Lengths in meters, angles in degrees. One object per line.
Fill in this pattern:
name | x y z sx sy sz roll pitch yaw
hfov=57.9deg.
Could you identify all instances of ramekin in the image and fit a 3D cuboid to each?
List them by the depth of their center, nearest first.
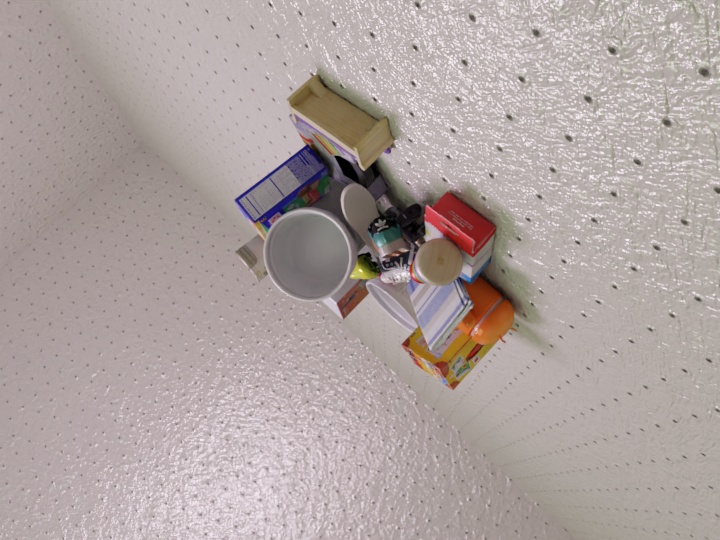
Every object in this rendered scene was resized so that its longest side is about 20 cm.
ramekin | -0.100 -0.041 1.422 0.200 0.200 0.105 44 -163 4
ramekin | 0.120 0.067 1.762 0.200 0.105 0.200 42 167 12

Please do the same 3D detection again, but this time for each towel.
towel | 0.159 0.050 1.336 0.024 0.147 0.200 16 -145 -27

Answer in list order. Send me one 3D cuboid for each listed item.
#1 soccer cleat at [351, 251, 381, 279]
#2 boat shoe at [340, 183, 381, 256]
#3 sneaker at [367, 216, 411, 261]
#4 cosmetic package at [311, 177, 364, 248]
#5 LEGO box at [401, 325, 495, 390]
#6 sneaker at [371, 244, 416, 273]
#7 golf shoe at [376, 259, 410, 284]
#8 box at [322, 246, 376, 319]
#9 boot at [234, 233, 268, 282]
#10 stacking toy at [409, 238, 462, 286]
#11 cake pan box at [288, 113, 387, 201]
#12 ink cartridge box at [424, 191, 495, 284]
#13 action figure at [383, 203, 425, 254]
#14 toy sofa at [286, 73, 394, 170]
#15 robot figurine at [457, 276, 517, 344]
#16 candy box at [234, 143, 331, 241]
soccer cleat | 0.000 0.001 1.578 0.065 0.084 0.200 55 -176 -5
boat shoe | 0.003 -0.120 1.403 0.200 0.075 0.093 61 177 -39
sneaker | 0.057 -0.067 1.307 0.200 0.071 0.080 53 -165 -86
cosmetic package | -0.072 -0.121 1.619 0.200 0.165 0.165 44 168 1
LEGO box | 0.217 0.151 1.496 0.149 0.200 0.077 30 161 51
sneaker | 0.116 -0.010 1.505 0.200 0.109 0.070 43 168 8
golf shoe | 0.106 0.006 1.620 0.075 0.092 0.200 39 173 -37
box | -0.027 0.016 1.848 0.106 0.200 0.152 40 168 18
boot | -0.181 -0.023 1.535 0.200 0.155 0.072 42 167 9
stacking toy | 0.131 -0.009 1.237 0.085 0.085 0.200 45 174 -1
cake pan box | -0.043 -0.248 1.377 0.200 0.052 0.184 35 168 34
ink cartridge box | 0.182 -0.065 1.203 0.116 0.067 0.200 40 167 19
action figure | 0.106 -0.090 1.373 0.130 0.069 0.200 41 170 1
toy sofa | -0.037 -0.268 1.210 0.200 0.083 0.098 39 166 25
robot figurine | 0.238 0.076 1.372 0.200 0.117 0.144 41 168 16
candy box | -0.166 -0.166 1.442 0.077 0.200 0.169 51 174 8
